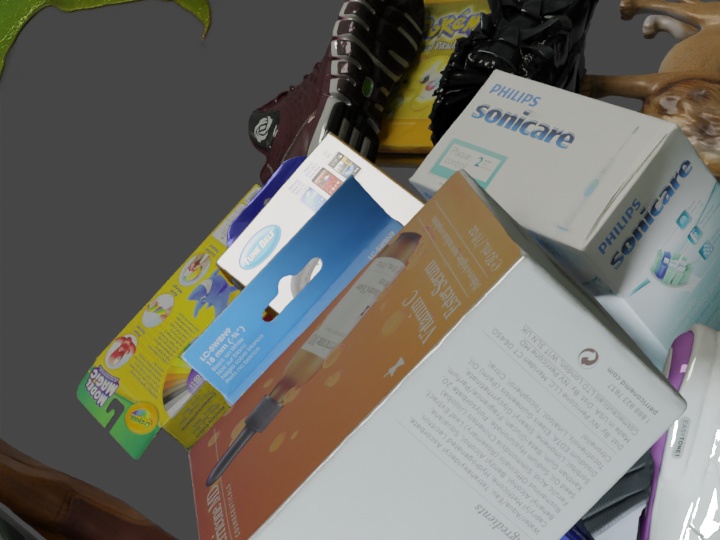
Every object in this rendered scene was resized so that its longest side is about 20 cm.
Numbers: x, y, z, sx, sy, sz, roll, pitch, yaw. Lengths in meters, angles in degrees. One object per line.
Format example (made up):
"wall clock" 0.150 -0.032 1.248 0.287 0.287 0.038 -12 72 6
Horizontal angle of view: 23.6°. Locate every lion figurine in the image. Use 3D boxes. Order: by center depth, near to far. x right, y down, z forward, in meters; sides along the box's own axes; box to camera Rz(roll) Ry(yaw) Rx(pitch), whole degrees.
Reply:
"lion figurine" 0.216 -0.126 1.095 0.122 0.073 0.201 7 53 26

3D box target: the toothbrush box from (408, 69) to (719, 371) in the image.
"toothbrush box" 0.144 -0.005 0.944 0.085 0.200 0.146 -51 39 -10

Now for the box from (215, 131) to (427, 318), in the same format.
"box" 0.000 0.000 1.125 0.200 0.042 0.119 38 81 20

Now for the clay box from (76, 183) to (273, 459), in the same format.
"clay box" -0.101 0.043 1.205 0.200 0.048 0.115 -48 39 -5

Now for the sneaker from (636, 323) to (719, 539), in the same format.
"sneaker" 0.180 0.119 0.812 0.099 0.201 0.075 8 38 8

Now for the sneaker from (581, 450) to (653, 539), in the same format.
"sneaker" 0.165 0.120 0.919 0.200 0.071 0.073 -29 42 46

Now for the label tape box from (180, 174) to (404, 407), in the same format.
"label tape box" 0.016 0.066 0.993 0.144 0.200 0.063 -47 38 -4

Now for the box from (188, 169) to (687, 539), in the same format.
"box" 0.027 0.075 0.798 0.200 0.106 0.152 -46 18 6

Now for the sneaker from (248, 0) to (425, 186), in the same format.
"sneaker" -0.030 -0.144 1.287 0.115 0.076 0.201 -8 50 41

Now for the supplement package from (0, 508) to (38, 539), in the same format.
"supplement package" -0.256 0.237 1.077 0.151 0.152 0.200 -49 17 -6

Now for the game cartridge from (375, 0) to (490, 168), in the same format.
"game cartridge" 0.072 -0.164 1.293 0.176 0.032 0.201 4 60 44

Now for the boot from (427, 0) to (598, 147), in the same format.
"boot" 0.093 -0.101 1.071 0.073 0.199 0.163 20 45 11

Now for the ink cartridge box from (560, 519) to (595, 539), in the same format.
"ink cartridge box" 0.050 0.158 0.871 0.136 0.076 0.200 -46 20 6

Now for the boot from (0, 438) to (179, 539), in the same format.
"boot" -0.183 0.152 1.095 0.069 0.200 0.188 -48 38 -5
